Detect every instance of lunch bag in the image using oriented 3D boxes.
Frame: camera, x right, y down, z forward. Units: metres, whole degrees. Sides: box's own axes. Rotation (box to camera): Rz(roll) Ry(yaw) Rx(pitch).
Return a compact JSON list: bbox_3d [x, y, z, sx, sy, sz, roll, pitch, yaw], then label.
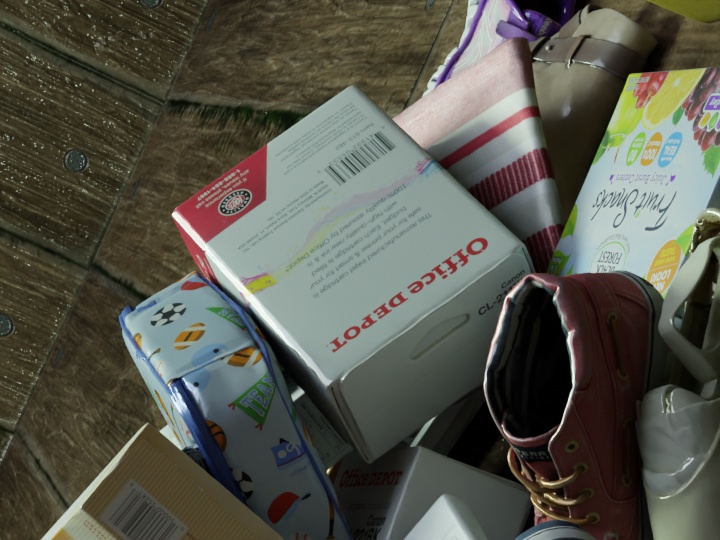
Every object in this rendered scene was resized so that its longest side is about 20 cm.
[{"bbox_3d":[-0.074,0.100,1.475,0.075,0.161,0.200,-26,28,-6],"label":"lunch bag"}]

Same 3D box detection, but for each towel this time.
[{"bbox_3d":[0.074,-0.027,1.532,0.144,0.023,0.202,-31,60,43],"label":"towel"}]

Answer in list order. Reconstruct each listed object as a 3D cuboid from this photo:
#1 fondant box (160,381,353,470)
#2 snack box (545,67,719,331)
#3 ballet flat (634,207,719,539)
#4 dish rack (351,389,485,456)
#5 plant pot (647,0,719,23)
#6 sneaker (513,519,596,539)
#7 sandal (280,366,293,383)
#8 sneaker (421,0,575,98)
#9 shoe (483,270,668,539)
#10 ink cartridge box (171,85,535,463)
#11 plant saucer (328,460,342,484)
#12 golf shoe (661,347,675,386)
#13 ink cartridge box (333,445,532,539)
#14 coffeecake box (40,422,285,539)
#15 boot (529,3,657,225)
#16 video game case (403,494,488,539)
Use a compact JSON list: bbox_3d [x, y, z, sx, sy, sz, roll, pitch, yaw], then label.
[{"bbox_3d":[-0.065,0.109,1.660,0.200,0.058,0.144,-38,16,2],"label":"fondant box"},{"bbox_3d":[0.178,-0.039,1.359,0.143,0.053,0.200,-68,14,-4],"label":"snack box"},{"bbox_3d":[0.167,0.057,1.202,0.069,0.069,0.201,-38,30,60],"label":"ballet flat"},{"bbox_3d":[0.053,0.074,1.644,0.201,0.043,0.172,-58,15,28],"label":"dish rack"},{"bbox_3d":[0.198,-0.260,1.400,0.196,0.193,0.201,-79,14,-45],"label":"plant pot"},{"bbox_3d":[0.046,0.166,1.221,0.203,0.076,0.147,-61,28,31],"label":"sneaker"},{"bbox_3d":[-0.024,0.020,1.621,0.199,0.045,0.075,-38,16,0],"label":"sandal"},{"bbox_3d":[0.106,-0.146,1.757,0.088,0.080,0.201,-26,40,57],"label":"sneaker"},{"bbox_3d":[0.101,0.099,1.216,0.071,0.091,0.202,7,92,40],"label":"shoe"},{"bbox_3d":[0.000,0.000,1.481,0.145,0.083,0.200,-34,46,-10],"label":"ink cartridge box"},{"bbox_3d":[-0.029,0.137,1.848,0.201,0.037,0.201,-57,17,29],"label":"plant saucer"},{"bbox_3d":[0.122,0.069,1.352,0.200,0.075,0.092,180,98,-83],"label":"golf shoe"},{"bbox_3d":[0.014,0.212,1.470,0.201,0.083,0.144,-69,15,-13],"label":"ink cartridge box"},{"bbox_3d":[-0.119,0.198,1.427,0.073,0.153,0.200,-51,3,-36],"label":"coffeecake box"},{"bbox_3d":[0.140,-0.098,1.582,0.147,0.070,0.200,-51,28,8],"label":"boot"},{"bbox_3d":[0.030,0.245,1.301,0.182,0.024,0.200,-50,36,13],"label":"video game case"}]
